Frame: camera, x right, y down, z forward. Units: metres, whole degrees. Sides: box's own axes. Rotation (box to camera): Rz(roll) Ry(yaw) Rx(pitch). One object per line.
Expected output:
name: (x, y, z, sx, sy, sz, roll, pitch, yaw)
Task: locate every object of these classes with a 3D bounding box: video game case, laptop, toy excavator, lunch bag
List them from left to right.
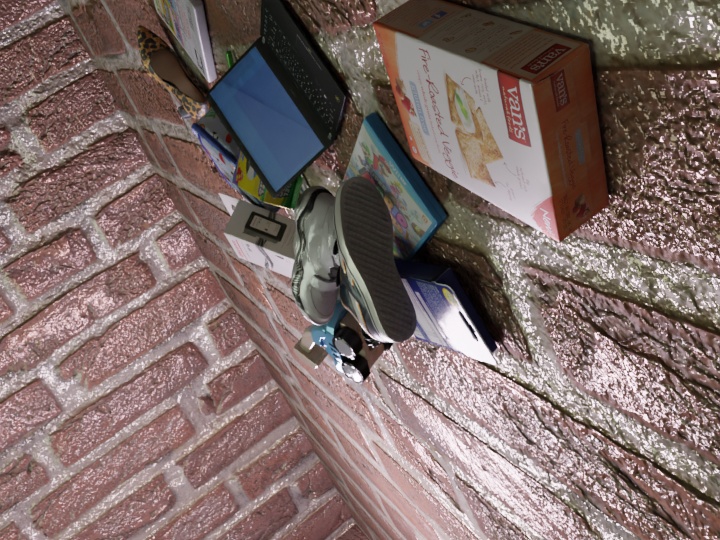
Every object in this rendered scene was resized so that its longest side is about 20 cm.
video game case: (-0.304, -0.439, 1.339, 0.183, 0.022, 0.201, 53, 165, 15)
lunch bag: (-0.199, -0.180, 1.356, 0.159, 0.076, 0.201, 39, 168, 25)
laptop: (-0.113, -0.222, 1.014, 0.179, 0.102, 0.200, 55, 165, 7)
toy excavator: (-0.044, 0.111, 1.354, 0.197, 0.100, 0.197, 22, 145, 33)
video game case: (0.035, -0.088, 0.974, 0.145, 0.018, 0.200, 56, 165, 7)

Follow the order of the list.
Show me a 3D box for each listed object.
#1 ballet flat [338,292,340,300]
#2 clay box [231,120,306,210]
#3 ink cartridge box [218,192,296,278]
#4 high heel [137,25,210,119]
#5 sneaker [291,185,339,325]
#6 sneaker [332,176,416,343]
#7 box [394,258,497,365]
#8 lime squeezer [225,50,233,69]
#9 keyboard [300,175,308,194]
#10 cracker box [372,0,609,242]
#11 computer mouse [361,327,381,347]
ballet flat: (-0.021, 0.069, 1.403, 0.069, 0.069, 0.202, 42, 163, 41)
clay box: (-0.127, -0.162, 1.157, 0.199, 0.047, 0.118, 32, 108, 63)
ink cartridge box: (-0.157, -0.051, 1.369, 0.196, 0.069, 0.116, 21, 162, 12)
high heel: (-0.354, -0.384, 1.538, 0.142, 0.071, 0.203, 12, 136, 60)
sneaker: (-0.036, -0.007, 1.105, 0.114, 0.074, 0.205, 23, 121, 44)
sneaker: (0.003, -0.008, 0.981, 0.079, 0.077, 0.205, -12, 94, 61)
box: (0.096, 0.047, 0.993, 0.122, 0.032, 0.199, 57, 163, -19)
lime squeezer: (-0.205, -0.286, 1.332, 0.200, 0.037, 0.073, 126, 141, -75)
keyboard: (-0.091, -0.130, 1.311, 0.203, 0.011, 0.056, 63, 169, -17)
cracker box: (0.098, -0.125, 0.628, 0.199, 0.057, 0.136, 39, 157, 49)
computer mouse: (0.000, 0.000, 1.173, 0.201, 0.052, 0.139, 53, 144, 16)
